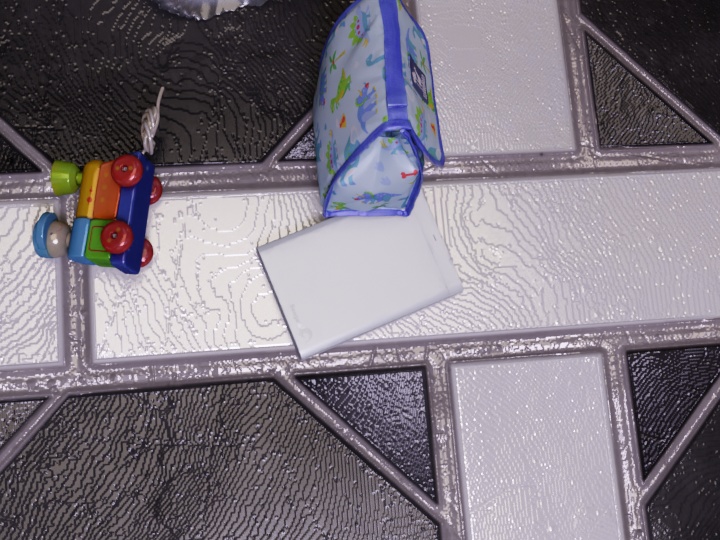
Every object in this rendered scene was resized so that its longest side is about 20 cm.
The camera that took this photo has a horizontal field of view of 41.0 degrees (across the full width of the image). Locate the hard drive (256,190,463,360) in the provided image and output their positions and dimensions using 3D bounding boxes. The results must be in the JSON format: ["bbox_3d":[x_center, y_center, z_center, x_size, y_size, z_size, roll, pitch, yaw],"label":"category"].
[{"bbox_3d":[0.000,0.000,1.071,0.198,0.026,0.133,-22,83,-12],"label":"hard drive"}]

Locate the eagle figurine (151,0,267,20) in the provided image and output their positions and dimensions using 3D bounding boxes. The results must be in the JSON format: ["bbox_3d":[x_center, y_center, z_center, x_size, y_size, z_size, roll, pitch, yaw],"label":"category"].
[{"bbox_3d":[-0.136,-0.374,1.087,0.198,0.152,0.152,2,33,21],"label":"eagle figurine"}]

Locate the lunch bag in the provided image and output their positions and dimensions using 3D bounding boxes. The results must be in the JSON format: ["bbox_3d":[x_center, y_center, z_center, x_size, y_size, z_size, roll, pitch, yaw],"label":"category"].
[{"bbox_3d":[0.018,-0.171,1.004,0.126,0.200,0.172,-3,68,-8],"label":"lunch bag"}]

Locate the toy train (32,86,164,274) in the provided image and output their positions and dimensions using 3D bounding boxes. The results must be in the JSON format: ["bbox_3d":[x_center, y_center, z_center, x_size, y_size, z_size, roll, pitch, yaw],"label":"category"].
[{"bbox_3d":[-0.277,-0.102,1.029,0.114,0.085,0.203,4,79,6],"label":"toy train"}]
